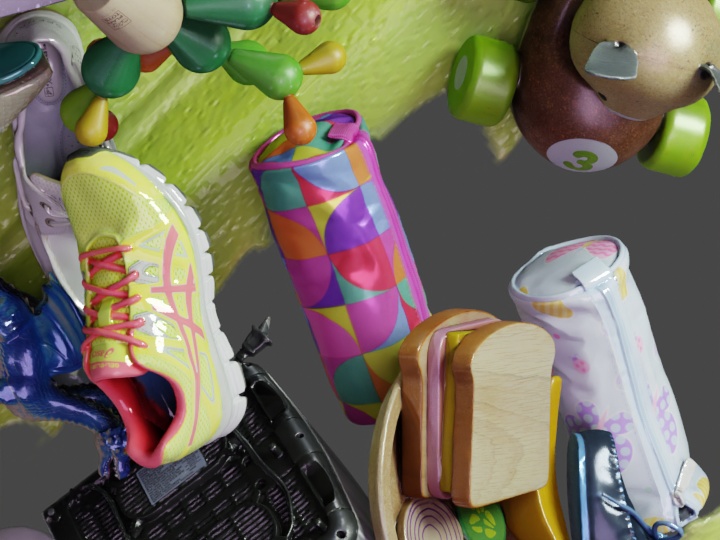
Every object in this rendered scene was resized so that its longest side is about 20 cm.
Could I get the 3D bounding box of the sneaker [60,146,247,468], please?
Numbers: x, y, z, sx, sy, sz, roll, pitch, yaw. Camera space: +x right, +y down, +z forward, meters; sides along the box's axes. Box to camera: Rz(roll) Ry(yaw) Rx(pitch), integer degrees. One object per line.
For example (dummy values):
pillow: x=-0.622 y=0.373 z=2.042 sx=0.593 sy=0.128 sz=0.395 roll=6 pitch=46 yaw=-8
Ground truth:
sneaker: x=-0.131 y=0.025 z=1.413 sx=0.078 sy=0.090 sz=0.201 roll=-10 pitch=110 yaw=36

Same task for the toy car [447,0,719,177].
toy car: x=0.163 y=-0.119 z=1.451 sx=0.163 sy=0.200 sz=0.159 roll=14 pitch=105 yaw=-15

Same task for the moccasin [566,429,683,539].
moccasin: x=0.173 y=0.197 z=1.539 sx=0.068 sy=0.080 sz=0.202 roll=-9 pitch=98 yaw=0

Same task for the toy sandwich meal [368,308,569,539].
toy sandwich meal: x=0.077 y=0.124 z=1.474 sx=0.070 sy=0.205 sz=0.207 roll=-6 pitch=115 yaw=34

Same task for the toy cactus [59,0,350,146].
toy cactus: x=-0.104 y=-0.124 z=1.347 sx=0.199 sy=0.165 sz=0.103 roll=-13 pitch=71 yaw=27

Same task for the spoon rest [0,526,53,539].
spoon rest: x=-0.192 y=0.258 z=1.564 sx=0.099 sy=0.061 sz=0.201 roll=-33 pitch=86 yaw=15

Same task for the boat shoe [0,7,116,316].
boat shoe: x=-0.179 y=-0.056 z=1.472 sx=0.070 sy=0.069 sz=0.202 roll=-17 pitch=110 yaw=-5

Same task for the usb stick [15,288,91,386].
usb stick: x=-0.201 y=0.047 z=1.521 sx=0.199 sy=0.033 sz=0.056 roll=26 pitch=105 yaw=-17

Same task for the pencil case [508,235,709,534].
pencil case: x=0.163 y=0.078 z=1.574 sx=0.083 sy=0.091 sz=0.201 roll=-23 pitch=110 yaw=-3

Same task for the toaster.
toaster: x=-0.076 y=0.171 z=1.499 sx=0.200 sy=0.181 sz=0.119 roll=-38 pitch=137 yaw=2

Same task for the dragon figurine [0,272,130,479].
dragon figurine: x=-0.198 y=0.037 z=1.468 sx=0.099 sy=0.059 sz=0.202 roll=-18 pitch=99 yaw=-8

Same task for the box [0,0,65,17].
box: x=-0.170 y=-0.186 z=1.395 sx=0.198 sy=0.137 sz=0.038 roll=-15 pitch=108 yaw=-6

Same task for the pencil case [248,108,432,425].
pencil case: x=0.000 y=0.000 z=1.520 sx=0.088 sy=0.088 sz=0.201 roll=-24 pitch=112 yaw=-3

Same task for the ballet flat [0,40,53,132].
ballet flat: x=-0.261 y=-0.087 z=1.432 sx=0.198 sy=0.068 sz=0.063 roll=-10 pitch=123 yaw=20
